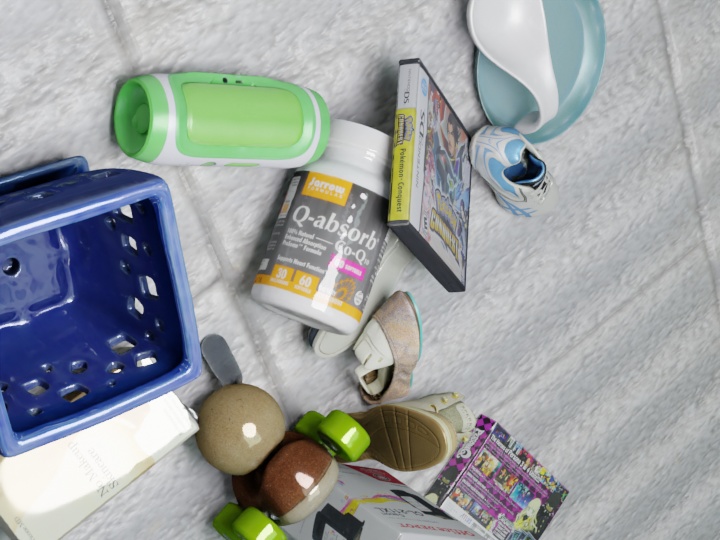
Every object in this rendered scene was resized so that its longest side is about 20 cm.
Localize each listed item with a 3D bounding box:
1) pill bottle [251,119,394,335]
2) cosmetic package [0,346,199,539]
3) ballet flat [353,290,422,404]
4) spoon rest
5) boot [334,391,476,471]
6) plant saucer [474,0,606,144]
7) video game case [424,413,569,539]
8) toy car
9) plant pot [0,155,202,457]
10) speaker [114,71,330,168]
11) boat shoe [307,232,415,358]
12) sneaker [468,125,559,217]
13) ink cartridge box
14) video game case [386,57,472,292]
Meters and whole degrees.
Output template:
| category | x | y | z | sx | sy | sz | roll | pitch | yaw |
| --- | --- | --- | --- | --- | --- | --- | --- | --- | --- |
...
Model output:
| category | x | y | z | sx | sy | sz | roll | pitch | yaw |
| --- | --- | --- | --- | --- | --- | --- | --- | --- | --- |
| pill bottle | -0.027 | -0.044 | 1.420 | 0.116 | 0.116 | 0.200 | 26 | 79 | -41 |
| cosmetic package | -0.266 | 0.170 | 1.329 | 0.200 | 0.071 | 0.105 | -40 | 103 | -21 |
| ballet flat | 0.027 | 0.093 | 1.514 | 0.067 | 0.068 | 0.200 | -22 | 150 | -14 |
| spoon rest | 0.173 | -0.235 | 1.516 | 0.099 | 0.061 | 0.200 | -39 | 127 | -20 |
| boot | 0.074 | 0.173 | 1.542 | 0.154 | 0.200 | 0.072 | -7 | 88 | -38 |
| plant saucer | 0.201 | -0.244 | 1.592 | 0.200 | 0.027 | 0.201 | -15 | 116 | -33 |
| video game case | 0.160 | 0.304 | 1.759 | 0.181 | 0.036 | 0.200 | -54 | 131 | -9 |
| toy car | -0.123 | 0.171 | 1.451 | 0.200 | 0.158 | 0.164 | 45 | 71 | -10 |
| plant pot | -0.275 | 0.015 | 1.212 | 0.200 | 0.180 | 0.200 | -22 | 119 | -30 |
| speaker | -0.129 | -0.141 | 1.331 | 0.200 | 0.088 | 0.089 | -2 | 107 | -38 |
| boat shoe | 0.000 | 0.000 | 1.499 | 0.200 | 0.062 | 0.075 | -58 | 147 | 6 |
| sneaker | 0.188 | -0.104 | 1.591 | 0.072 | 0.072 | 0.200 | -62 | 147 | -3 |
| ink cartridge box | 0.023 | 0.288 | 1.537 | 0.146 | 0.200 | 0.083 | 15 | 97 | -41 |
| video game case | 0.077 | -0.094 | 1.454 | 0.200 | 0.025 | 0.181 | 44 | 46 | -61 |
